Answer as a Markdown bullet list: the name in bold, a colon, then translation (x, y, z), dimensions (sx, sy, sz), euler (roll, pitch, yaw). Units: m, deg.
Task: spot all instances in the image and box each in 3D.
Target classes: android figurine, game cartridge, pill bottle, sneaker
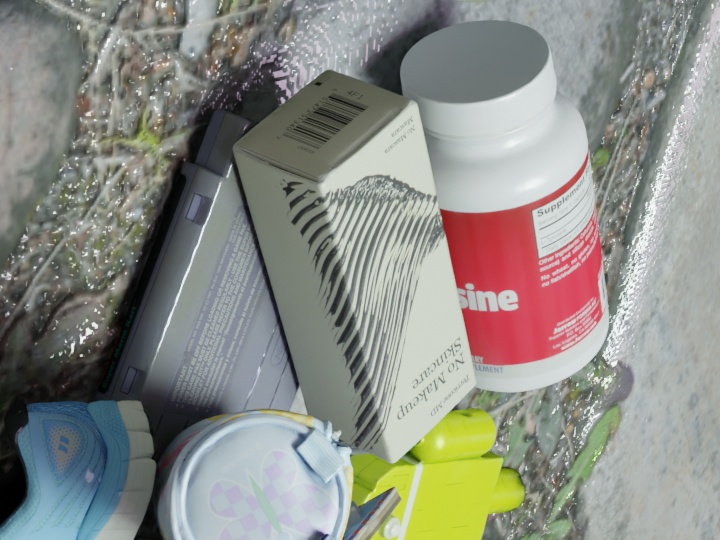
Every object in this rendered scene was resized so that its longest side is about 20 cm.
- **android figurine**: translation (0.030, 0.172, 1.347), dimensions (0.200, 0.041, 0.183), euler (3, 106, -53)
- **game cartridge**: translation (-0.070, 0.021, 1.154), dimensions (0.129, 0.038, 0.201), euler (18, 94, -49)
- **pill bottle**: translation (0.080, -0.038, 1.238), dimensions (0.112, 0.112, 0.201), euler (-39, 134, -31)
- **sneaker**: translation (-0.172, 0.147, 1.079), dimensions (0.090, 0.078, 0.201), euler (13, 109, -21)

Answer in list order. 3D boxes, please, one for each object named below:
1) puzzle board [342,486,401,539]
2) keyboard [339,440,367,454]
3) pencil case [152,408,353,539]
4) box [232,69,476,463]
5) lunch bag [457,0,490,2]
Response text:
- **puzzle board**: translation (-0.064, 0.171, 1.114), dimensions (0.150, 0.017, 0.200), euler (-30, -179, 15)
- **keyboard**: translation (0.061, 0.058, 1.314), dimensions (0.200, 0.056, 0.011), euler (-37, 100, -34)
- **pencil case**: translation (-0.056, 0.108, 1.041), dimensions (0.091, 0.083, 0.200), euler (-55, -176, -10)
- **box**: translation (0.000, 0.000, 1.146), dimensions (0.082, 0.068, 0.200), euler (-42, 136, -29)
- **lunch bag**: translation (0.017, -0.202, 1.007), dimensions (0.164, 0.200, 0.118), euler (18, 94, -53)
